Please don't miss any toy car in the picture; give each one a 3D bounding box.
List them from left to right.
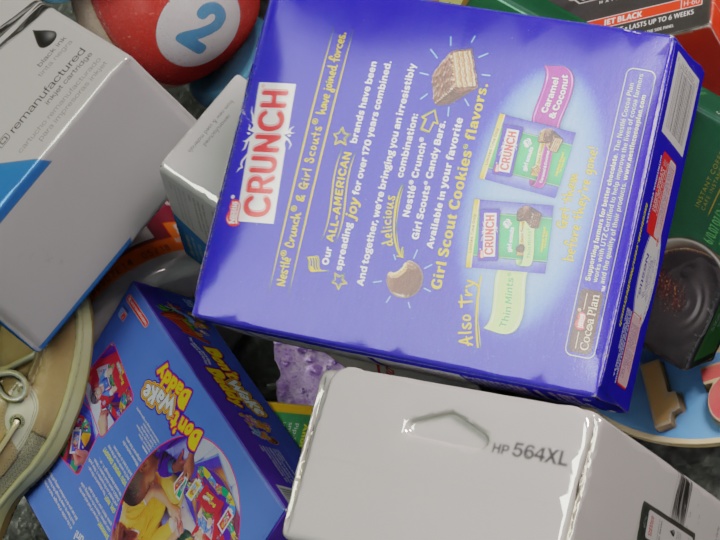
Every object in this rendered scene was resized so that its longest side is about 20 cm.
[{"bbox_3d":[-0.061,-0.206,1.382,0.200,0.184,0.177,-21,53,34],"label":"toy car"}]

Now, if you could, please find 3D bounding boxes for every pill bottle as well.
[{"bbox_3d":[-0.156,-0.026,1.438,0.114,0.114,0.200,-44,56,9],"label":"pill bottle"}]

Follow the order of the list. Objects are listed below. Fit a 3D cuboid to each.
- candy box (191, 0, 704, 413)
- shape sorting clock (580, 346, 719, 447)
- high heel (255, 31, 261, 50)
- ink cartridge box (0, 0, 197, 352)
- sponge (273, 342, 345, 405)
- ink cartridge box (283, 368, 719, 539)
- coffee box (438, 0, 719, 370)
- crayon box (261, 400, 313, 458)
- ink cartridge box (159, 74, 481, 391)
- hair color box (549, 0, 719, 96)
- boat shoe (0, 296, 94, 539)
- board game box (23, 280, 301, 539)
[{"bbox_3d":[0.041,-0.036,1.169,0.199,0.077,0.170,11,83,19],"label":"candy box"},{"bbox_3d":[0.173,-0.009,1.264,0.199,0.039,0.201,-6,73,20],"label":"shape sorting clock"},{"bbox_3d":[0.034,-0.070,1.321,0.199,0.096,0.068,20,68,9],"label":"high heel"},{"bbox_3d":[-0.195,-0.068,1.340,0.146,0.084,0.200,-52,43,-7],"label":"ink cartridge box"},{"bbox_3d":[0.005,0.028,1.372,0.111,0.030,0.201,-17,64,24],"label":"sponge"},{"bbox_3d":[0.078,0.122,1.178,0.146,0.200,0.085,7,75,33],"label":"ink cartridge box"},{"bbox_3d":[0.108,-0.052,1.232,0.200,0.044,0.123,34,113,23],"label":"coffee box"},{"bbox_3d":[-0.056,0.133,1.316,0.200,0.051,0.126,1,77,50],"label":"crayon box"},{"bbox_3d":[0.000,0.000,1.284,0.200,0.116,0.067,35,73,16],"label":"ink cartridge box"},{"bbox_3d":[0.154,-0.177,1.316,0.101,0.061,0.201,-11,51,27],"label":"hair color box"},{"bbox_3d":[-0.207,0.087,1.348,0.201,0.063,0.073,-58,40,20],"label":"boat shoe"},{"bbox_3d":[-0.096,0.118,1.293,0.135,0.045,0.200,-57,41,17],"label":"board game box"}]
